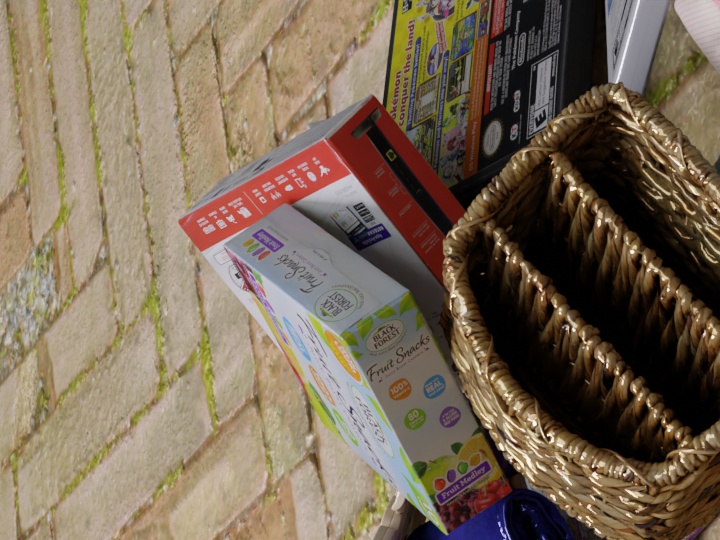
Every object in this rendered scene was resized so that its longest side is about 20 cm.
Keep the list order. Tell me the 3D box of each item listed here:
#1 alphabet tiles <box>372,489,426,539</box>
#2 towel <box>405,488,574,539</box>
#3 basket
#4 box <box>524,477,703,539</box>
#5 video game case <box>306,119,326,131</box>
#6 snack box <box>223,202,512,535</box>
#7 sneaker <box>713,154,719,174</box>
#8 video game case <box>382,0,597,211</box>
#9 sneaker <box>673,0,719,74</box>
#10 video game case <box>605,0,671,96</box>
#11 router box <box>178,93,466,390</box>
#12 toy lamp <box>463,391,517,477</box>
[{"bbox_3d":[0.021,0.172,1.726,0.200,0.015,0.197,-58,-18,-65],"label":"alphabet tiles"},{"bbox_3d":[0.091,0.208,1.623,0.200,0.049,0.149,146,107,-69],"label":"towel"},{"bbox_3d":[0.133,0.028,1.445,0.200,0.142,0.149,50,155,27],"label":"basket"},{"bbox_3d":[0.143,0.087,1.622,0.137,0.039,0.201,-56,39,44],"label":"box"},{"bbox_3d":[0.007,0.010,1.858,0.200,0.018,0.144,-119,19,-48],"label":"video game case"},{"bbox_3d":[0.001,0.053,1.589,0.143,0.053,0.200,61,169,-25],"label":"snack box"},{"bbox_3d":[0.219,-0.050,1.432,0.074,0.082,0.201,38,130,12],"label":"sneaker"},{"bbox_3d":[0.078,-0.131,1.706,0.180,0.025,0.201,-27,46,45],"label":"video game case"},{"bbox_3d":[0.208,-0.192,1.498,0.104,0.075,0.201,-31,61,41],"label":"sneaker"},{"bbox_3d":[0.170,-0.224,1.545,0.183,0.022,0.201,-86,6,-54],"label":"video game case"},{"bbox_3d":[0.000,0.000,1.695,0.180,0.049,0.200,51,148,-9],"label":"router box"},{"bbox_3d":[0.061,0.167,1.747,0.058,0.058,0.201,46,126,55],"label":"toy lamp"}]
